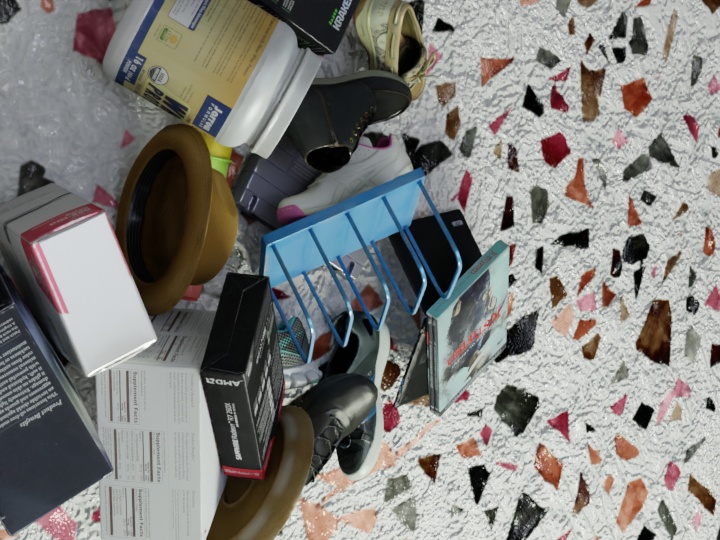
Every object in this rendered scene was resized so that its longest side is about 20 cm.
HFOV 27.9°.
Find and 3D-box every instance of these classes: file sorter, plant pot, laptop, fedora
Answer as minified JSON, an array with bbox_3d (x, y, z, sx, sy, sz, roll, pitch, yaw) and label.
[{"bbox_3d":[0.000,0.000,1.637,0.198,0.139,0.124,-24,73,-15],"label":"file sorter"},{"bbox_3d":[-0.124,0.234,1.601,0.027,0.199,0.202,33,76,-25],"label":"plant pot"},{"bbox_3d":[0.086,0.045,1.822,0.176,0.103,0.202,-15,130,-53],"label":"laptop"},{"bbox_3d":[-0.185,-0.050,1.528,0.081,0.199,0.204,11,89,-39],"label":"fedora"}]

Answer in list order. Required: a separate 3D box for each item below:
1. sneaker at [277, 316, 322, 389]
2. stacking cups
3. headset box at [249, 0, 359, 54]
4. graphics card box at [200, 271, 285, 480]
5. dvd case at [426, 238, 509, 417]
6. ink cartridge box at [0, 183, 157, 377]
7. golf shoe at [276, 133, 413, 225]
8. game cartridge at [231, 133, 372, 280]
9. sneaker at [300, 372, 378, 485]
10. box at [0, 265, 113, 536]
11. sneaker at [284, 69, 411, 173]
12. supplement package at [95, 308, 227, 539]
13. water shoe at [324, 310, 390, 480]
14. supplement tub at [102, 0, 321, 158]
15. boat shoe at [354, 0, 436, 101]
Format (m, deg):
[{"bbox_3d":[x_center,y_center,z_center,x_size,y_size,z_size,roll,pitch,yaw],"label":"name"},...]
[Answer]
[{"bbox_3d":[-0.138,0.098,1.664,0.198,0.077,0.093,-5,82,-40],"label":"sneaker"},{"bbox_3d":[-0.184,-0.069,1.614,0.060,0.060,0.203,11,93,-37],"label":"stacking cups"},{"bbox_3d":[-0.090,-0.366,1.621,0.199,0.092,0.176,32,76,-35],"label":"headset box"},{"bbox_3d":[-0.119,0.112,1.506,0.201,0.050,0.127,87,12,-53],"label":"graphics card box"},{"bbox_3d":[0.134,0.074,1.795,0.146,0.022,0.201,-43,150,-29],"label":"dvd case"},{"bbox_3d":[-0.289,0.005,1.439,0.084,0.199,0.147,-27,111,-21],"label":"ink cartridge box"},{"bbox_3d":[-0.020,-0.104,1.689,0.198,0.075,0.093,-16,91,-37],"label":"golf shoe"},{"bbox_3d":[-0.054,-0.090,1.719,0.199,0.038,0.131,34,71,-35],"label":"game cartridge"},{"bbox_3d":[-0.056,0.200,1.671,0.199,0.091,0.076,-40,119,6],"label":"sneaker"},{"bbox_3d":[-0.348,0.111,1.400,0.122,0.200,0.200,-30,115,-11],"label":"box"},{"bbox_3d":[-0.009,-0.164,1.658,0.198,0.075,0.107,-10,57,-35],"label":"sneaker"},{"bbox_3d":[-0.203,0.159,1.516,0.109,0.156,0.203,4,110,4],"label":"supplement package"},{"bbox_3d":[-0.017,0.149,1.753,0.078,0.071,0.203,13,78,-41],"label":"water shoe"},{"bbox_3d":[-0.154,-0.220,1.517,0.198,0.144,0.146,30,76,-8],"label":"supplement tub"},{"bbox_3d":[0.047,-0.256,1.715,0.074,0.062,0.200,-62,154,-14],"label":"boat shoe"}]
